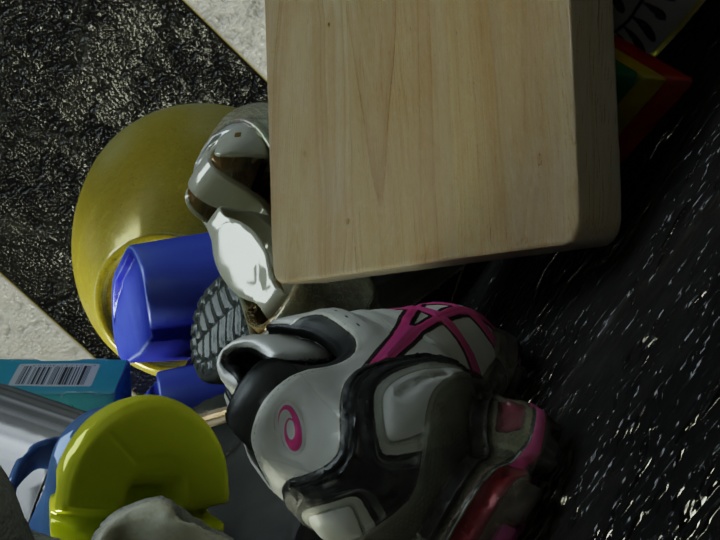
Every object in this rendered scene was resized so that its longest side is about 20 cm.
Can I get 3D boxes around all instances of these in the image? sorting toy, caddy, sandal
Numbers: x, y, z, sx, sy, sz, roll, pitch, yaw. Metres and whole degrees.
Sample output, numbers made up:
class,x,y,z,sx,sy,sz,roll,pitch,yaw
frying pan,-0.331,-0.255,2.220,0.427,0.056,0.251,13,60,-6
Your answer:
class,x,y,z,sx,sy,sz,roll,pitch,yaw
sorting toy,0.041,-0.101,0.618,0.199,0.069,0.201,-8,83,59
caddy,-0.080,0.049,0.982,0.200,0.105,0.142,141,122,-72
sandal,-0.094,0.138,0.598,0.087,0.079,0.201,12,94,56

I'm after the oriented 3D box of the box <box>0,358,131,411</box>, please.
class,x,y,z,sx,sy,sz,roll,pitch,yaw
box,-0.171,0.152,0.978,0.049,0.082,0.201,-84,-6,-70

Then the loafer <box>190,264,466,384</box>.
class,x,y,z,sx,sy,sz,roll,pitch,yaw
loafer,0.000,0.000,0.805,0.200,0.069,0.075,-32,50,40

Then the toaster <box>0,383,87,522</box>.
class,x,y,z,sx,sy,sz,roll,pitch,yaw
toaster,-0.145,0.122,0.826,0.129,0.200,0.114,9,74,35

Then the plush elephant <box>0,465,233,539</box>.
class,x,y,z,sx,sy,sz,roll,pitch,yaw
plush elephant,-0.092,0.123,0.473,0.164,0.155,0.200,-17,-29,-20

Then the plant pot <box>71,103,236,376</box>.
class,x,y,z,sx,sy,sz,roll,pitch,yaw
plant pot,-0.119,-0.001,1.183,0.200,0.200,0.142,-56,6,21

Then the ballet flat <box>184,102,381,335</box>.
class,x,y,z,sx,sy,sz,roll,pitch,yaw
ballet flat,-0.045,-0.027,0.762,0.068,0.062,0.200,-55,37,17

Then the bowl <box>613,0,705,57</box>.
class,x,y,z,sx,sy,sz,roll,pitch,yaw
bowl,0.114,-0.181,0.682,0.201,0.094,0.201,-58,5,8

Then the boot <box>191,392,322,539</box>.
class,x,y,z,sx,sy,sz,roll,pitch,yaw
boot,-0.052,0.117,0.682,0.200,0.077,0.139,-54,12,48

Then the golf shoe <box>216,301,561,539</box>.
class,x,y,z,sx,sy,sz,roll,pitch,yaw
golf shoe,0.003,0.036,0.524,0.073,0.092,0.200,-60,4,2
